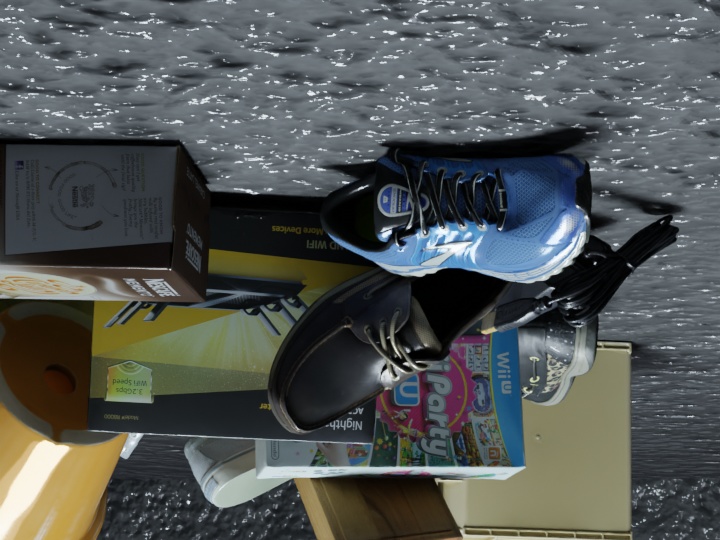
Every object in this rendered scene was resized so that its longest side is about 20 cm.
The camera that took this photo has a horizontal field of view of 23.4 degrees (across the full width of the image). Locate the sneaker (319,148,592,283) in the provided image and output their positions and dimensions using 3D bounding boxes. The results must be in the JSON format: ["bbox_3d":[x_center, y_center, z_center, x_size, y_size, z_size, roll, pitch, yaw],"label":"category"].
[{"bbox_3d":[0.054,-0.033,1.058,0.199,0.079,0.089,-9,167,44],"label":"sneaker"}]

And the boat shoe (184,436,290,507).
[{"bbox_3d":[-0.059,0.133,1.481,0.200,0.072,0.070,-20,150,-35],"label":"boat shoe"}]

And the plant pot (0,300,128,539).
[{"bbox_3d":[-0.260,0.124,1.295,0.200,0.201,0.183,10,139,-34],"label":"plant pot"}]

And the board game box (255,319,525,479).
[{"bbox_3d":[0.020,0.084,1.336,0.199,0.148,0.064,1,164,-11],"label":"board game box"}]

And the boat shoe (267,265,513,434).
[{"bbox_3d":[0.023,0.033,1.150,0.075,0.200,0.073,52,167,-19],"label":"boat shoe"}]

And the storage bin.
[{"bbox_3d":[0.171,0.174,1.742,0.198,0.201,0.094,3,167,-2],"label":"storage bin"}]

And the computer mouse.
[{"bbox_3d":[0.121,0.020,1.216,0.200,0.046,0.140,-11,-162,48],"label":"computer mouse"}]

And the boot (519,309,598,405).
[{"bbox_3d":[0.120,0.069,1.569,0.153,0.074,0.204,6,164,-6],"label":"boot"}]

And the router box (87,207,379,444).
[{"bbox_3d":[-0.086,0.036,1.206,0.199,0.158,0.052,2,-179,-4],"label":"router box"}]

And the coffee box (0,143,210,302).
[{"bbox_3d":[-0.204,-0.029,1.112,0.199,0.080,0.114,1,169,6],"label":"coffee box"}]

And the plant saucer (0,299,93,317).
[{"bbox_3d":[-0.226,0.033,1.338,0.199,0.031,0.200,23,145,17],"label":"plant saucer"}]

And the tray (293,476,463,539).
[{"bbox_3d":[0.001,0.159,1.374,0.098,0.200,0.037,-4,126,-18],"label":"tray"}]

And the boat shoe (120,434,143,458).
[{"bbox_3d":[-0.151,0.078,1.458,0.202,0.065,0.074,-40,-169,14],"label":"boat shoe"}]
